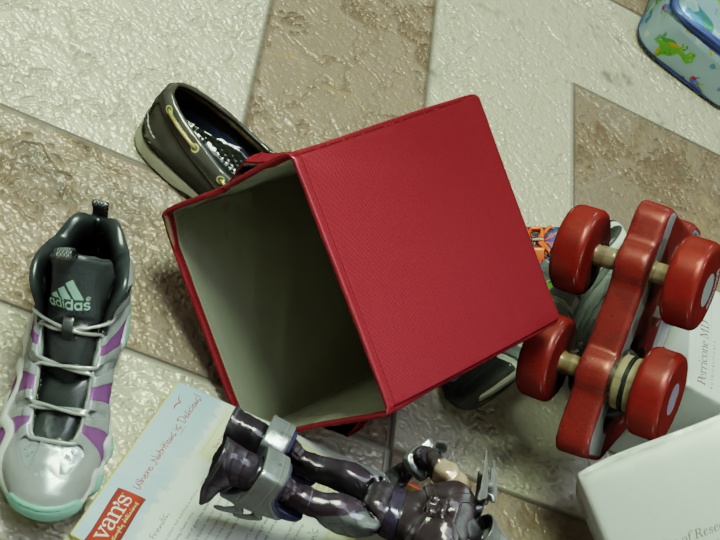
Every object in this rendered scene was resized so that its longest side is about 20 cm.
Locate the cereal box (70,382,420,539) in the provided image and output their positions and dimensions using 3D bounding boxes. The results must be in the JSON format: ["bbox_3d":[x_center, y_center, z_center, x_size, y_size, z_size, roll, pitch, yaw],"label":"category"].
[{"bbox_3d":[-0.065,0.167,0.852,0.199,0.040,0.144,23,45,10],"label":"cereal box"}]

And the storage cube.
[{"bbox_3d":[0.000,0.000,0.933,0.179,0.171,0.201,-24,93,-40],"label":"storage cube"}]

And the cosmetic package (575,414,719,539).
[{"bbox_3d":[0.263,0.211,0.931,0.164,0.165,0.201,-23,74,3],"label":"cosmetic package"}]

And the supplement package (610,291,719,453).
[{"bbox_3d":[0.322,0.119,1.124,0.199,0.117,0.117,26,50,-14],"label":"supplement package"}]

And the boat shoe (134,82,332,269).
[{"bbox_3d":[-0.084,-0.066,1.034,0.201,0.061,0.072,38,46,-4],"label":"boat shoe"}]

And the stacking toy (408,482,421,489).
[{"bbox_3d":[0.026,0.231,0.887,0.085,0.085,0.201,21,43,-19],"label":"stacking toy"}]

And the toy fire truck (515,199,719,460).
[{"bbox_3d":[0.206,0.047,1.006,0.112,0.201,0.168,18,-2,26],"label":"toy fire truck"}]

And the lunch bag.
[{"bbox_3d":[0.408,-0.285,1.501,0.161,0.082,0.200,37,47,-8],"label":"lunch bag"}]

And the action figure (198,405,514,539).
[{"bbox_3d":[0.005,0.145,0.818,0.199,0.070,0.130,20,36,1],"label":"action figure"}]

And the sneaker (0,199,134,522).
[{"bbox_3d":[-0.185,0.042,0.829,0.077,0.140,0.201,6,50,-8],"label":"sneaker"}]

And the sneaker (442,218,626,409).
[{"bbox_3d":[0.163,0.062,1.075,0.200,0.075,0.116,-45,123,-9],"label":"sneaker"}]

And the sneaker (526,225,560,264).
[{"bbox_3d":[0.155,-0.015,1.140,0.199,0.078,0.076,20,49,-20],"label":"sneaker"}]
